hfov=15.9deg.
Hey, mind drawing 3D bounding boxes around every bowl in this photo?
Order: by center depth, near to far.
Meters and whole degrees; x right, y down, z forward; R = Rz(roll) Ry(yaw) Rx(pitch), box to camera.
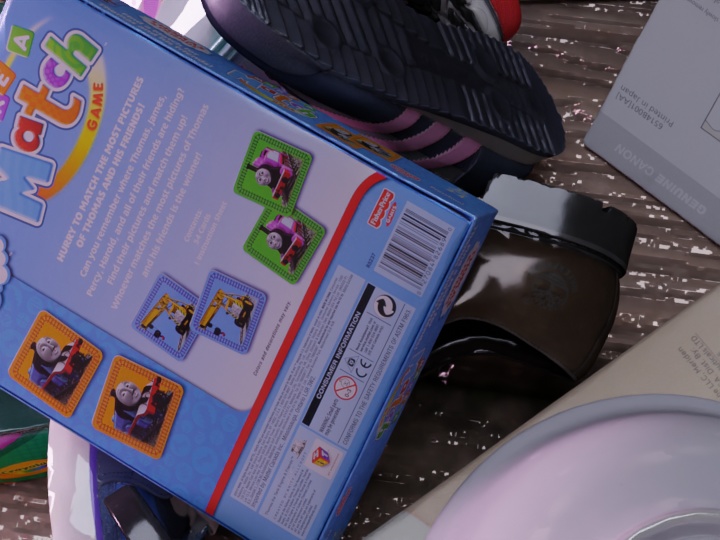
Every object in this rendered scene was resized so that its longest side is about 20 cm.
[{"bbox_3d":[0.113,0.136,0.895,0.199,0.090,0.203,0,78,-2],"label":"bowl"}]

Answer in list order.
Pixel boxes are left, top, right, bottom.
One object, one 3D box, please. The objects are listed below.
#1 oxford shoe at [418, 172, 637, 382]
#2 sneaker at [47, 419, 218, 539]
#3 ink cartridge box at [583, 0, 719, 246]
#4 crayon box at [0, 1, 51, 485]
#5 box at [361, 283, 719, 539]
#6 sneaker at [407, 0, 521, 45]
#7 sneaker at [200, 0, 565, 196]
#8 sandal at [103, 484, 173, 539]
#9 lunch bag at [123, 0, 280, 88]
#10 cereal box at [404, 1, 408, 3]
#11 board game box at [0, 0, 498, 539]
[{"bbox_3d":[0.000,0.000,0.991,0.198,0.073,0.085,11,77,12],"label":"oxford shoe"},{"bbox_3d":[-0.042,0.050,1.042,0.145,0.081,0.201,-2,60,9],"label":"sneaker"},{"bbox_3d":[0.210,-0.072,1.055,0.200,0.177,0.045,38,34,19],"label":"ink cartridge box"},{"bbox_3d":[-0.189,-0.004,1.094,0.118,0.058,0.201,-11,66,1],"label":"crayon box"},{"bbox_3d":[0.090,0.101,1.000,0.199,0.095,0.078,-34,67,-10],"label":"box"},{"bbox_3d":[0.032,-0.187,1.102,0.084,0.077,0.201,-20,70,-8],"label":"sneaker"},{"bbox_3d":[-0.005,-0.068,1.022,0.082,0.199,0.071,-32,52,30],"label":"sneaker"},{"bbox_3d":[-0.042,0.171,0.972,0.045,0.075,0.200,-39,91,-10],"label":"sandal"},{"bbox_3d":[-0.074,-0.160,1.095,0.077,0.160,0.201,3,53,-42],"label":"lunch bag"},{"bbox_3d":[0.044,-0.191,1.161,0.198,0.040,0.145,0,68,7],"label":"cereal box"},{"bbox_3d":[-0.068,-0.002,0.967,0.199,0.037,0.152,30,106,13],"label":"board game box"}]
